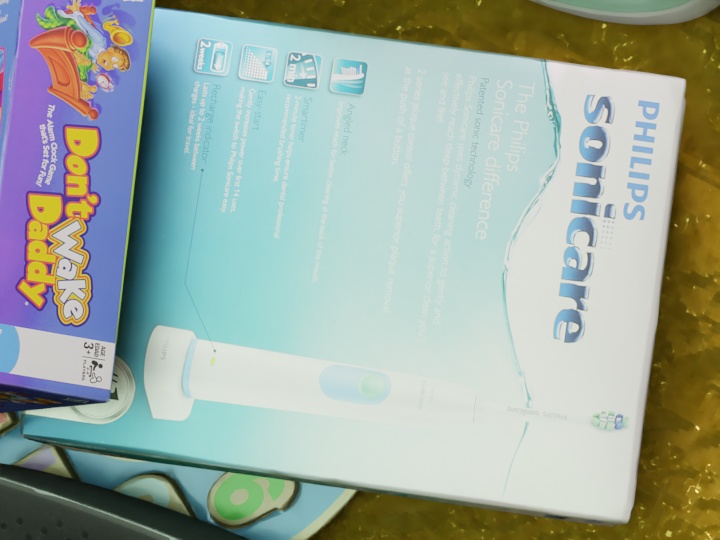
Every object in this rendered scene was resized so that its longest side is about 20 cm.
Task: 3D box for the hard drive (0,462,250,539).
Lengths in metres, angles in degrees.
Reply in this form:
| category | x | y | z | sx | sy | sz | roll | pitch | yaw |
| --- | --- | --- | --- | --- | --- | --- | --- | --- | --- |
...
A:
| category | x | y | z | sx | sy | sz | roll | pitch | yaw |
| --- | --- | --- | --- | --- | --- | --- | --- | --- | --- |
| hard drive | -0.067 | 0.148 | 0.893 | 0.200 | 0.042 | 0.135 | 21 | 112 | 8 |

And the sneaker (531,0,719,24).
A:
| category | x | y | z | sx | sy | sz | roll | pitch | yaw |
| --- | --- | --- | --- | --- | --- | --- | --- | --- | --- |
| sneaker | 0.034 | -0.146 | 0.851 | 0.200 | 0.118 | 0.074 | 31 | 96 | 11 |

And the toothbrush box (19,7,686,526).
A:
| category | x | y | z | sx | sy | sz | roll | pitch | yaw |
| --- | --- | --- | --- | --- | --- | --- | --- | --- | --- |
| toothbrush box | 0.000 | 0.000 | 0.852 | 0.199 | 0.085 | 0.147 | 7 | 84 | 4 |

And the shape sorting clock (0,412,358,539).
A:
| category | x | y | z | sx | sy | sz | roll | pitch | yaw |
| --- | --- | --- | --- | --- | --- | --- | --- | --- | --- |
| shape sorting clock | -0.077 | 0.015 | 0.917 | 0.199 | 0.039 | 0.201 | 0 | 90 | 13 |

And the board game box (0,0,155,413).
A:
| category | x | y | z | sx | sy | sz | roll | pitch | yaw |
| --- | --- | --- | --- | --- | --- | --- | --- | --- | --- |
| board game box | -0.138 | -0.021 | 0.840 | 0.045 | 0.200 | 0.135 | 11 | 79 | -31 |
